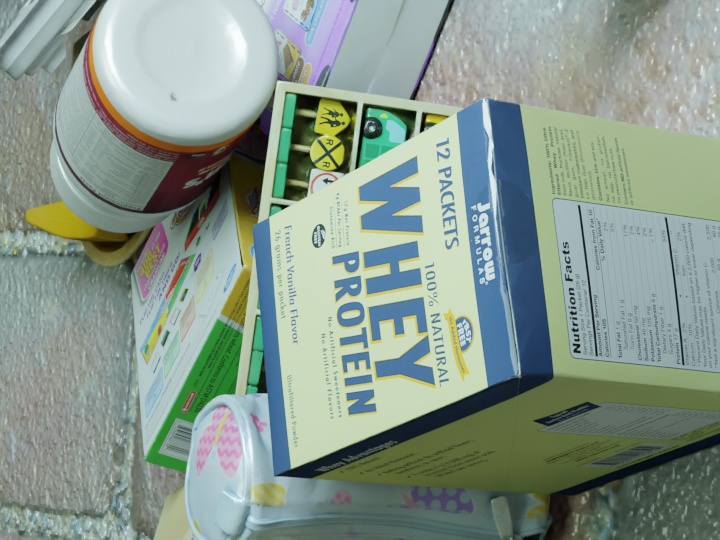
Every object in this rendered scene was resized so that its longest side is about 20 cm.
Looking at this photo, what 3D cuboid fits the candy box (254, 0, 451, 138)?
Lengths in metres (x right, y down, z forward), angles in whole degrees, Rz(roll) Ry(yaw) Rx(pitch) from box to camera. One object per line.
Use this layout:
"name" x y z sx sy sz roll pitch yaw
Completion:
"candy box" -0.032 -0.180 1.602 0.200 0.071 0.169 46 121 46

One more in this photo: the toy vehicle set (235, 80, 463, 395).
"toy vehicle set" 0.000 0.000 1.492 0.027 0.123 0.202 -67 -16 -88

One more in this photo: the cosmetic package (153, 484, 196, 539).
"cosmetic package" -0.064 0.168 1.533 0.200 0.071 0.106 -37 36 61

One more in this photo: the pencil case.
"pencil case" 0.005 0.115 1.401 0.083 0.199 0.091 -60 35 38

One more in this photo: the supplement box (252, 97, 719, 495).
"supplement box" 0.085 0.021 1.300 0.200 0.199 0.135 -27 63 49

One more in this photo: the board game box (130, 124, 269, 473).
"board game box" -0.093 0.006 1.627 0.154 0.040 0.200 -61 22 28

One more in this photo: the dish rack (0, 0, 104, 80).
"dish rack" -0.173 -0.206 1.737 0.172 0.043 0.200 -46 10 20

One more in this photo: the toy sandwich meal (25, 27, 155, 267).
"toy sandwich meal" -0.174 -0.097 1.762 0.205 0.070 0.207 -25 61 58

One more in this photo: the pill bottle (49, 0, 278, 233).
"pill bottle" -0.124 -0.096 1.563 0.200 0.109 0.110 133 134 -66
